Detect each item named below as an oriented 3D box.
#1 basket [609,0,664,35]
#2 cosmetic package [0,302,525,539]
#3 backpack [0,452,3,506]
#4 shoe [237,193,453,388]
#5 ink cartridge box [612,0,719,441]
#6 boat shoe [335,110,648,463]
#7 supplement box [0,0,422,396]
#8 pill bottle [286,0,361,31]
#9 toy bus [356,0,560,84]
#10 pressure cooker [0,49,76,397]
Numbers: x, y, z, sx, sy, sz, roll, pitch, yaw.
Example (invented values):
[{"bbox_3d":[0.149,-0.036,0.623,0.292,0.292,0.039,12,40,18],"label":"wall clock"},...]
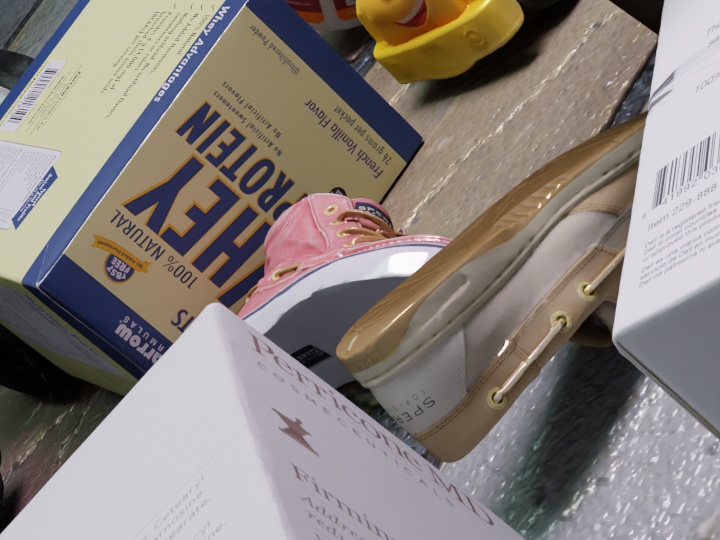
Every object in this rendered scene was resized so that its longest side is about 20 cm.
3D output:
[{"bbox_3d":[0.120,-0.178,0.796,0.136,0.200,0.181,-15,40,57],"label":"basket"},{"bbox_3d":[-0.027,0.149,0.601,0.166,0.167,0.200,-48,22,8],"label":"cosmetic package"},{"bbox_3d":[-0.303,0.174,1.158,0.200,0.127,0.167,-42,12,22],"label":"backpack"},{"bbox_3d":[0.000,0.000,0.915,0.200,0.071,0.091,-27,37,54],"label":"shoe"},{"bbox_3d":[0.171,-0.052,0.652,0.146,0.084,0.200,-33,28,38],"label":"ink cartridge box"},{"bbox_3d":[0.078,0.002,0.770,0.200,0.069,0.074,-38,7,-28],"label":"boat shoe"},{"bbox_3d":[-0.113,-0.043,1.088,0.200,0.134,0.200,-56,31,-13],"label":"supplement box"},{"bbox_3d":[-0.032,-0.244,1.181,0.109,0.200,0.110,-6,55,9],"label":"pill bottle"},{"bbox_3d":[0.036,-0.230,1.060,0.136,0.192,0.200,-13,44,55],"label":"toy bus"},{"bbox_3d":[-0.208,-0.042,1.259,0.176,0.179,0.200,14,65,47],"label":"pressure cooker"}]
